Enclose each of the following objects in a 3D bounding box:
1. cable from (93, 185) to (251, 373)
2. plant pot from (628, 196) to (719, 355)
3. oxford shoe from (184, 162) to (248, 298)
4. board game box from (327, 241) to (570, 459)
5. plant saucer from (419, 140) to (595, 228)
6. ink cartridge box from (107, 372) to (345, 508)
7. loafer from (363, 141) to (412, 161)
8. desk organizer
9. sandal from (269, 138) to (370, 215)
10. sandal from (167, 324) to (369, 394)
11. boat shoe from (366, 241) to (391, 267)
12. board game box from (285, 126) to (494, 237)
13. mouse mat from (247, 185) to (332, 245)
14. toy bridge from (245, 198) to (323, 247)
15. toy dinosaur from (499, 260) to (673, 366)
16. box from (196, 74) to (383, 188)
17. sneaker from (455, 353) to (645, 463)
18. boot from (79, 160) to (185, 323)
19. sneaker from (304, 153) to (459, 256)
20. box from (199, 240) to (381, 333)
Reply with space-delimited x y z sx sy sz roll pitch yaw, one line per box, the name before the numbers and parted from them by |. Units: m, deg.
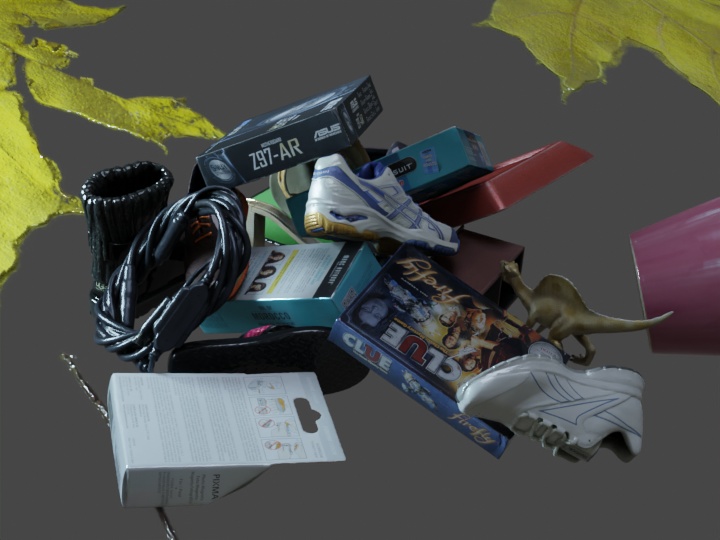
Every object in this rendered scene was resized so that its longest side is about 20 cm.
cable | -0.185 0.003 1.661 0.051 0.200 0.163 35 -5 -35
plant pot | 0.375 0.007 1.722 0.178 0.200 0.200 -10 27 9
oxford shoe | -0.161 -0.035 1.725 0.071 0.073 0.200 -24 36 13
board game box | 0.087 0.074 1.614 0.200 0.035 0.136 34 49 8
plant saucer | 0.138 -0.090 1.917 0.200 0.037 0.199 -18 8 44
ink cartridge box | -0.128 0.154 1.553 0.199 0.057 0.163 4 27 -15
loafer | 0.029 -0.126 1.992 0.199 0.063 0.072 -4 17 26
desk organizer | 0.100 0.031 1.764 0.077 0.072 0.200 17 31 21
sandal | -0.058 -0.106 1.905 0.054 0.080 0.200 -42 9 -30
sandal | -0.090 0.083 1.650 0.199 0.075 0.045 -2 27 -2
boat shoe | 0.000 0.000 1.773 0.071 0.072 0.200 45 8 -8
board game box | 0.035 -0.093 1.819 0.200 0.047 0.151 -22 -5 13
mouse mat | -0.052 -0.059 1.987 0.200 0.008 0.161 19 32 30
toy bridge | -0.121 -0.046 1.893 0.200 0.067 0.027 17 32 25
toy dinosaur | 0.211 0.054 1.695 0.200 0.101 0.058 22 34 31
box | -0.071 -0.144 1.767 0.160 0.044 0.200 -18 12 16
sneaker | 0.182 0.130 1.539 0.199 0.075 0.087 6 61 -22
boot | -0.219 -0.052 1.798 0.079 0.158 0.211 15 31 22
sneaker | 0.031 -0.065 1.699 0.075 0.088 0.200 -6 -14 44
box | -0.079 0.019 1.701 0.200 0.049 0.082 -2 44 38
